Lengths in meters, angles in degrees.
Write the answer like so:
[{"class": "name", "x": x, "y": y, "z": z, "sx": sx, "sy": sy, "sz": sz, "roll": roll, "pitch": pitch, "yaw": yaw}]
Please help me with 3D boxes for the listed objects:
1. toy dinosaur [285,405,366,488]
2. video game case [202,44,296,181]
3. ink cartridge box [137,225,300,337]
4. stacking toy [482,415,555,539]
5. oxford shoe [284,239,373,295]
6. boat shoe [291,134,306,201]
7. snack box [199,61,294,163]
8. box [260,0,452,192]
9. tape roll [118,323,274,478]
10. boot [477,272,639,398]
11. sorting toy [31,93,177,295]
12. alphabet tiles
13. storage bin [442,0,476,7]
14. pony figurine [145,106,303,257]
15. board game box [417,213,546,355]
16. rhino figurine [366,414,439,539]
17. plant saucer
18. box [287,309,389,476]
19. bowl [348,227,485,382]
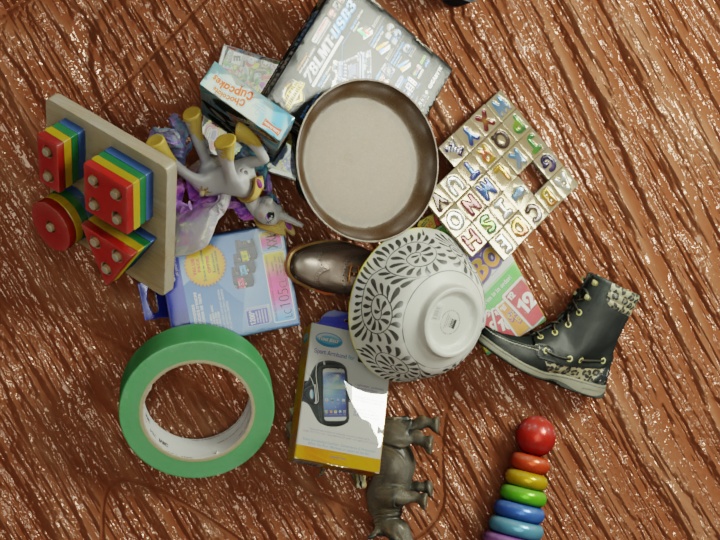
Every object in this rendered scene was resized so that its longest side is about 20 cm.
[{"class": "toy dinosaur", "x": -0.047, "y": 0.196, "z": 1.657, "sx": 0.100, "sy": 0.058, "sz": 0.203, "roll": -10, "pitch": 80, "yaw": -21}, {"class": "video game case", "x": -0.106, "y": -0.201, "z": 1.655, "sx": 0.197, "sy": 0.018, "sz": 0.146, "roll": 16, "pitch": 89, "yaw": -5}, {"class": "ink cartridge box", "x": -0.186, "y": 0.021, "z": 1.625, "sx": 0.196, "sy": 0.076, "sz": 0.139, "roll": -11, "pitch": 92, "yaw": -2}, {"class": "stacking toy", "x": 0.215, "y": 0.294, "z": 1.662, "sx": 0.084, "sy": 0.085, "sz": 0.203, "roll": 12, "pitch": 84, "yaw": -4}, {"class": "oxford shoe", "x": 0.000, "y": 0.000, "z": 1.609, "sx": 0.197, "sy": 0.073, "sz": 0.073, "roll": 6, "pitch": 91, "yaw": -25}, {"class": "boat shoe", "x": -0.058, "y": -0.191, "z": 1.621, "sx": 0.066, "sy": 0.057, "sz": 0.204, "roll": -1, "pitch": 91, "yaw": -5}, {"class": "snack box", "x": -0.142, "y": -0.191, "z": 1.542, "sx": 0.115, "sy": 0.200, "sz": 0.037, "roll": 34, "pitch": 84, "yaw": -4}, {"class": "box", "x": -0.005, "y": -0.236, "z": 1.600, "sx": 0.197, "sy": 0.050, "sz": 0.202, "roll": 35, "pitch": 74, "yaw": -20}, {"class": "tape roll", "x": -0.210, "y": 0.169, "z": 1.599, "sx": 0.197, "sy": 0.048, "sz": 0.204, "roll": -4, "pitch": 116, "yaw": -8}, {"class": "boot", "x": 0.262, "y": 0.068, "z": 1.643, "sx": 0.201, "sy": 0.073, "sz": 0.156, "roll": 22, "pitch": 97, "yaw": -20}, {"class": "sorting toy", "x": -0.322, "y": -0.079, "z": 1.523, "sx": 0.198, "sy": 0.201, "sz": 0.069, "roll": 29, "pitch": 44, "yaw": 22}, {"class": "alphabet tiles", "x": 0.176, "y": -0.117, "z": 1.647, "sx": 0.200, "sy": 0.008, "sz": 0.168, "roll": -43, "pitch": 95, "yaw": -25}, {"class": "storage bin", "x": 0.126, "y": -0.459, "z": 1.618, "sx": 0.134, "sy": 0.094, "sz": 0.201, "roll": -36, "pitch": 102, "yaw": -3}, {"class": "pony figurine", "x": -0.182, "y": -0.108, "z": 1.539, "sx": 0.190, "sy": 0.201, "sz": 0.168, "roll": 3, "pitch": 56, "yaw": 25}, {"class": "board game box", "x": 0.161, "y": 0.002, "z": 1.676, "sx": 0.095, "sy": 0.030, "sz": 0.202, "roll": -29, "pitch": 91, "yaw": -4}, {"class": "rhino figurine", "x": 0.050, "y": 0.289, "z": 1.653, "sx": 0.086, "sy": 0.060, "sz": 0.204, "roll": 7, "pitch": 91, "yaw": 15}, {"class": "plant saucer", "x": 0.005, "y": -0.136, "z": 1.560, "sx": 0.197, "sy": 0.032, "sz": 0.204, "roll": 0, "pitch": 89, "yaw": -26}, {"class": "box", "x": -0.024, "y": 0.157, "z": 1.625, "sx": 0.117, "sy": 0.041, "sz": 0.203, "roll": 13, "pitch": 70, "yaw": -17}, {"class": "bowl", "x": 0.092, "y": 0.054, "z": 1.571, "sx": 0.198, "sy": 0.094, "sz": 0.204, "roll": -8, "pitch": 105, "yaw": -31}]
